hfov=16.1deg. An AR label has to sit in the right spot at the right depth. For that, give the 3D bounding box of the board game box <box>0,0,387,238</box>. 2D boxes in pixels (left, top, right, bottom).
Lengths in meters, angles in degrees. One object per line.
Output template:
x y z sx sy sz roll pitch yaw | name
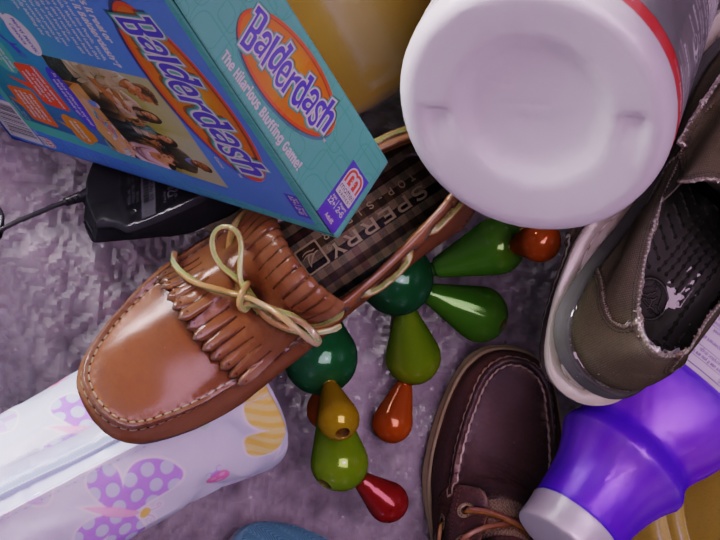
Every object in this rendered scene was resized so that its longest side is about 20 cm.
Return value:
-0.102 -0.095 1.037 0.045 0.199 0.152 -55 139 -20 | board game box

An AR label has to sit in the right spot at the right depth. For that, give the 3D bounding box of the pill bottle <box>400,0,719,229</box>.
0.093 -0.114 1.081 0.114 0.114 0.200 42 34 -11 | pill bottle

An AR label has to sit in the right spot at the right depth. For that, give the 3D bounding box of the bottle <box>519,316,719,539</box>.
0.150 0.051 1.174 0.083 0.065 0.200 38 72 2 | bottle

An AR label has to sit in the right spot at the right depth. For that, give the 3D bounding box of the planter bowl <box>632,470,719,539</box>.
0.223 0.107 1.234 0.199 0.083 0.202 1 88 -17 | planter bowl

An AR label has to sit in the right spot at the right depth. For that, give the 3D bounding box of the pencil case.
-0.129 0.092 1.126 0.199 0.091 0.083 -28 95 -15 | pencil case

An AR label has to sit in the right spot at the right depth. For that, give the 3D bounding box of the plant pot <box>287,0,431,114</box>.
-0.049 -0.166 1.120 0.200 0.201 0.189 -37 114 -15 | plant pot

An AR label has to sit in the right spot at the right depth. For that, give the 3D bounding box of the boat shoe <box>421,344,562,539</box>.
0.066 0.135 1.191 0.072 0.072 0.201 12 84 -16 | boat shoe

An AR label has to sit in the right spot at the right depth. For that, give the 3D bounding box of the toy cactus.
0.000 0.000 1.160 0.164 0.102 0.201 25 88 -22 | toy cactus

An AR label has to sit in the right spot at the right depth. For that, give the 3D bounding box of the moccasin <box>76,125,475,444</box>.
-0.031 0.003 1.076 0.201 0.078 0.074 -29 80 -12 | moccasin

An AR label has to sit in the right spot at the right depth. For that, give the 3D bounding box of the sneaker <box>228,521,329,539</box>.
-0.012 0.220 1.165 0.079 0.131 0.200 -15 54 -48 | sneaker

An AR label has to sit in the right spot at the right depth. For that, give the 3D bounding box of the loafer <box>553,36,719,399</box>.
0.160 -0.030 1.091 0.075 0.070 0.201 35 77 -16 | loafer

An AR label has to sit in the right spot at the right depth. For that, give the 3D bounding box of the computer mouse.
-0.127 -0.021 1.121 0.199 0.034 0.059 -17 49 17 | computer mouse

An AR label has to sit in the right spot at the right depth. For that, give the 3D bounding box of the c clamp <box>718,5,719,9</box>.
0.104 -0.093 1.211 0.199 0.027 0.171 25 110 -6 | c clamp

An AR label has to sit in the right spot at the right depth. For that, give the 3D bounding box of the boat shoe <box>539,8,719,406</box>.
0.132 -0.029 1.150 0.072 0.059 0.201 30 78 -17 | boat shoe
